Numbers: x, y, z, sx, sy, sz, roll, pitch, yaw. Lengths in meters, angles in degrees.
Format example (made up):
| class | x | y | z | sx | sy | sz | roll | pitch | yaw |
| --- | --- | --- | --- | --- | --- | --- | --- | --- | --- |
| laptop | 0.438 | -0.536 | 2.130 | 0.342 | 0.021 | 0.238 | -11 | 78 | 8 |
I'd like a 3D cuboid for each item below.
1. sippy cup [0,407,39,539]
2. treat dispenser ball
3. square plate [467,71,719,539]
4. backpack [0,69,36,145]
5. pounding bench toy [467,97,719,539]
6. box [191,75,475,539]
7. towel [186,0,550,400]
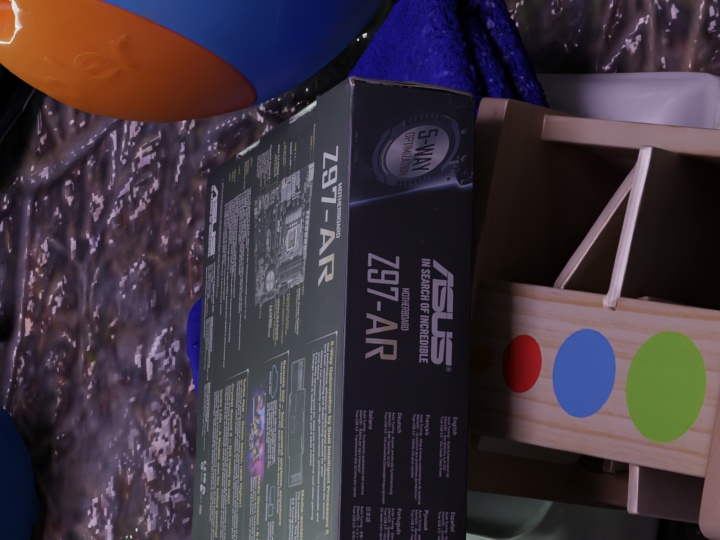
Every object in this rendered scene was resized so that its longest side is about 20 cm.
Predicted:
| class | x | y | z | sx | sy | sz | roll | pitch | yaw |
| --- | --- | --- | --- | --- | --- | --- | --- | --- | --- |
| sippy cup | -0.218 | 0.099 | 1.328 | 0.130 | 0.139 | 0.179 | 0 | 90 | 38 |
| treat dispenser ball | -0.075 | -0.158 | 1.159 | 0.200 | 0.200 | 0.202 | -15 | 70 | 47 |
| square plate | 0.042 | 0.021 | 1.115 | 0.200 | 0.028 | 0.199 | 6 | 85 | 50 |
| backpack | -0.211 | -0.138 | 1.371 | 0.200 | 0.126 | 0.167 | -51 | 44 | 24 |
| pounding bench toy | 0.116 | 0.058 | 0.946 | 0.156 | 0.124 | 0.201 | 9 | 88 | 49 |
| box | -0.013 | 0.051 | 0.984 | 0.160 | 0.043 | 0.201 | 153 | 121 | -68 |
| towel | 0.000 | 0.000 | 1.094 | 0.200 | 0.049 | 0.148 | -55 | 40 | 34 |
